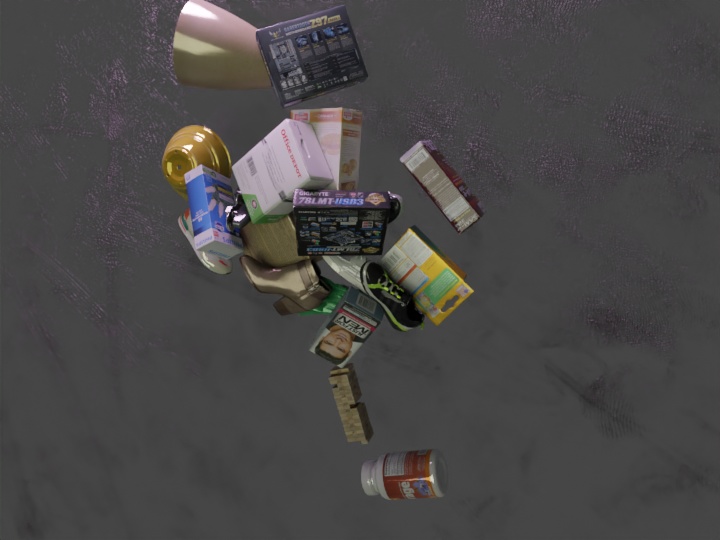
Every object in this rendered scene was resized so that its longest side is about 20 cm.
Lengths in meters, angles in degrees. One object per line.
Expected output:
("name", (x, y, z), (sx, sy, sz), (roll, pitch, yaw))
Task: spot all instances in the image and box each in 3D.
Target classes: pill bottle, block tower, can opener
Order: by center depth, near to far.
("can opener", (-0.263, -0.171, 1.271), (0.066, 0.200, 0.053), (11, 148, 9))
("pill bottle", (0.108, 0.509, 1.347), (0.200, 0.112, 0.112), (-14, 99, 23))
("block tower", (-0.024, 0.342, 1.383), (0.058, 0.054, 0.200), (-14, 98, 23))

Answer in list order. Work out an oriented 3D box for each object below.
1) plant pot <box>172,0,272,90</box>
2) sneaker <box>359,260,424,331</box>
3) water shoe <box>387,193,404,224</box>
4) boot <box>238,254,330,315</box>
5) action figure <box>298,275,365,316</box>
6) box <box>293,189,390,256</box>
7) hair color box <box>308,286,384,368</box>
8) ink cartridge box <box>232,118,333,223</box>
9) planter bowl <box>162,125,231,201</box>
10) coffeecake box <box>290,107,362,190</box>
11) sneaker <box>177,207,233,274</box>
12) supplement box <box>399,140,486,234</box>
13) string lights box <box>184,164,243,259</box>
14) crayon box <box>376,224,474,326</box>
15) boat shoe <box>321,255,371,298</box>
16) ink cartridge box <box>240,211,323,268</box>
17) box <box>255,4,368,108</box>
("plant pot", (-0.282, -0.482, 1.208), (0.200, 0.187, 0.188), (15, 109, 0))
("sneaker", (0.080, 0.052, 1.208), (0.083, 0.072, 0.200), (-16, 119, 43))
("water shoe", (0.002, -0.125, 1.237), (0.200, 0.079, 0.072), (-10, 100, 22))
("boot", (-0.169, 0.013, 1.269), (0.146, 0.070, 0.200), (-30, 109, 19))
("action figure", (-0.048, 0.070, 1.321), (0.200, 0.055, 0.118), (10, 106, 14))
("box", (-0.042, -0.098, 1.177), (0.200, 0.199, 0.050), (0, 63, -3))
("hair color box", (-0.034, 0.139, 1.291), (0.099, 0.061, 0.200), (30, 129, -8))
("ink cartridge box", (-0.171, -0.210, 1.177), (0.200, 0.084, 0.146), (-28, 78, 35))
("planter bowl", (-0.431, -0.260, 1.357), (0.200, 0.083, 0.201), (5, 106, 18))
("coffeecake box", (-0.081, -0.253, 1.203), (0.153, 0.073, 0.200), (11, 103, 38))
("sneaker", (-0.383, -0.084, 1.391), (0.093, 0.070, 0.200), (-37, 87, 30))
("supplement box", (0.178, -0.179, 1.144), (0.061, 0.109, 0.200), (-38, 90, 24))
("string lights box", (-0.344, -0.135, 1.271), (0.059, 0.103, 0.200), (-24, 68, 23))
("crayon box", (0.148, 0.011, 1.235), (0.200, 0.052, 0.126), (45, 114, 5))
("boat shoe", (0.000, 0.000, 1.279), (0.200, 0.072, 0.069), (38, 100, 8))
("ink cartridge box", (-0.208, -0.079, 1.328), (0.165, 0.075, 0.200), (-24, 95, 25))
("box", (-0.102, -0.454, 1.153), (0.200, 0.051, 0.158), (-22, 99, -11))
